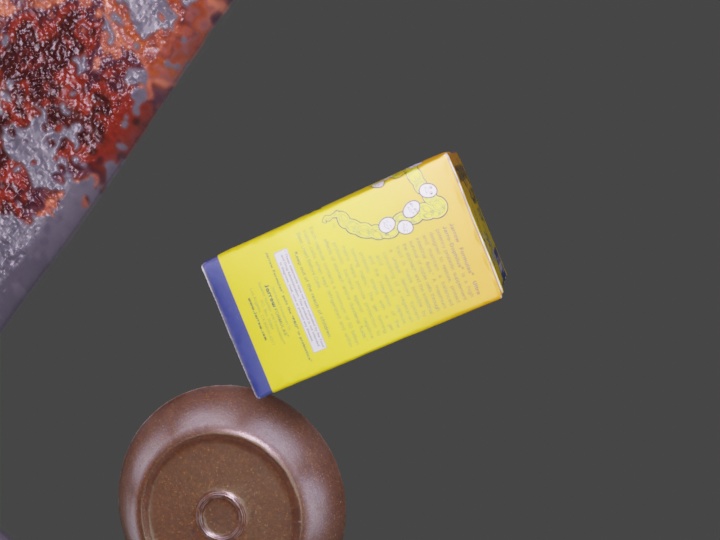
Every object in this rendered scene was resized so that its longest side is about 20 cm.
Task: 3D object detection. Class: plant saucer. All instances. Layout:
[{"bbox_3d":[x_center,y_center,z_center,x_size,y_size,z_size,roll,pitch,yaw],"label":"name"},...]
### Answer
[{"bbox_3d":[-0.111,0.197,0.923,0.196,0.037,0.205,1,95,9],"label":"plant saucer"}]

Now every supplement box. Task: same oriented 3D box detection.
[{"bbox_3d":[0.000,0.000,0.846,0.197,0.109,0.111,-23,93,10],"label":"supplement box"}]
